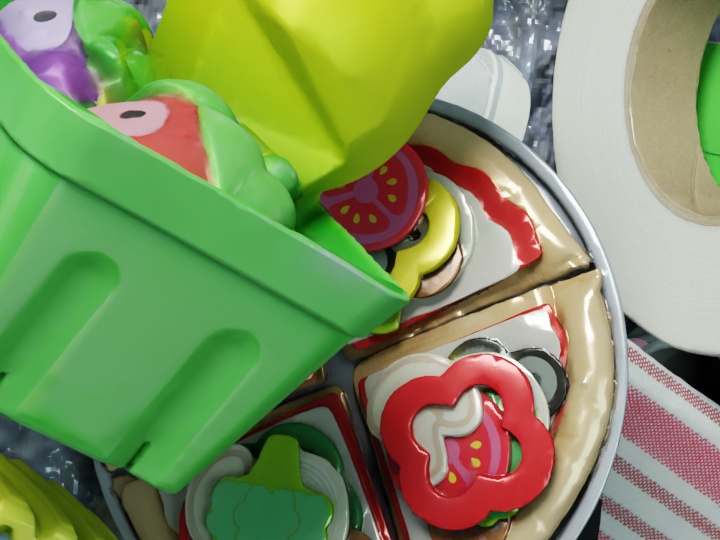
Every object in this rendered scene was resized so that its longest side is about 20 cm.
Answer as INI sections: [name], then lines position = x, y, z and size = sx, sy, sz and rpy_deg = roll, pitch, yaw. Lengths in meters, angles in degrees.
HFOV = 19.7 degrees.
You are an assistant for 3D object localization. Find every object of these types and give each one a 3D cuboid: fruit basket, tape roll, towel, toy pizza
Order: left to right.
[fruit basket]
position = -0.055, -0.058, 0.644
size = 0.155, 0.215, 0.217
rpy_deg = 30, 82, -33
[toy pizza]
position = -0.008, 0.034, 0.708
size = 0.201, 0.199, 0.032
rpy_deg = -70, 158, -3
[towel]
position = 0.068, 0.118, 0.813
size = 0.146, 0.030, 0.200
rpy_deg = 35, 106, -28
[tape roll]
position = 0.146, -0.068, 0.760
size = 0.037, 0.202, 0.204
rpy_deg = 4, 97, -32

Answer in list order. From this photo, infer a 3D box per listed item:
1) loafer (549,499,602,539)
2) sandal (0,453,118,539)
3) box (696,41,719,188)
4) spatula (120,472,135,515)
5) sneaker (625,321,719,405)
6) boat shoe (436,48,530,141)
[loafer]
position = 0.044, 0.118, 0.751
size = 0.073, 0.072, 0.201
rpy_deg = -33, 129, -64
[sandal]
position = -0.162, 0.092, 0.685
size = 0.199, 0.079, 0.087
rpy_deg = 23, 91, -26
[box]
position = 0.229, -0.029, 0.837
size = 0.176, 0.200, 0.097
rpy_deg = 5, 96, -32
[spatula]
position = -0.015, 0.107, 0.811
size = 0.200, 0.021, 0.057
rpy_deg = 30, 80, -34
[sneaker]
position = 0.160, 0.049, 0.876
size = 0.199, 0.082, 0.071
rpy_deg = -10, 103, -31
[boat shoe]
position = 0.000, 0.000, 0.771
size = 0.068, 0.072, 0.201
rpy_deg = 27, 82, -22
